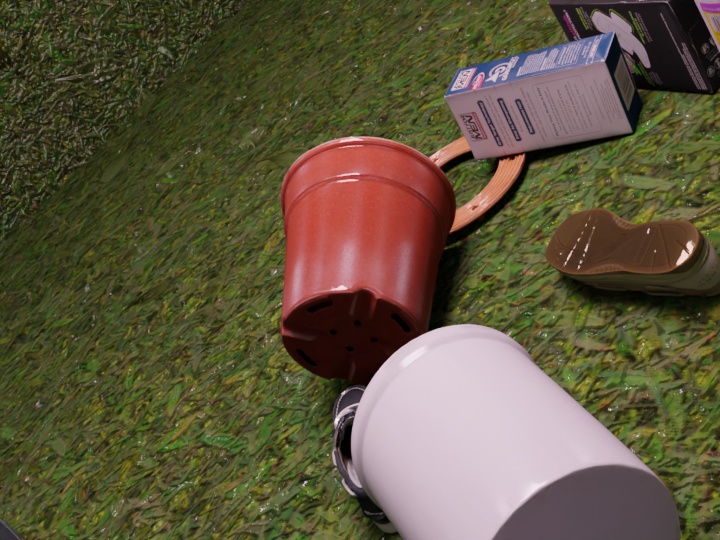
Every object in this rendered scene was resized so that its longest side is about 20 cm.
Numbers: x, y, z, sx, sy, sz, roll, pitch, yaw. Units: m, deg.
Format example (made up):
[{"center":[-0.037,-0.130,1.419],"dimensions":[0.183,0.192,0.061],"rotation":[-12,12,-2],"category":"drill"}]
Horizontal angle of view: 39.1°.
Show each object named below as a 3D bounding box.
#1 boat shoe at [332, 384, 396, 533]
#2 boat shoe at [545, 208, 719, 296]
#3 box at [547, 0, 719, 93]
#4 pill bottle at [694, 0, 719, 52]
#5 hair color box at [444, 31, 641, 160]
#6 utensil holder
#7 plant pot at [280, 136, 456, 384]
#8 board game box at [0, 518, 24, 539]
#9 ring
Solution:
[{"center":[0.007,0.158,0.952],"dimensions":[0.075,0.060,0.200],"rotation":[-39,28,2],"category":"boat shoe"},{"center":[0.246,-0.011,0.923],"dimensions":[0.074,0.063,0.200],"rotation":[-61,25,-13],"category":"boat shoe"},{"center":[0.343,-0.299,1.141],"dimensions":[0.149,0.125,0.200],"rotation":[-45,29,-12],"category":"box"},{"center":[0.367,-0.195,0.873],"dimensions":[0.104,0.200,0.105],"rotation":[-29,29,18],"category":"pill bottle"},{"center":[0.207,-0.195,1.156],"dimensions":[0.198,0.100,0.061],"rotation":[-7,40,35],"category":"hair color box"},{"center":[0.103,0.156,0.724],"dimensions":[0.170,0.170,0.200],"rotation":[-41,29,-2],"category":"utensil holder"},{"center":[0.000,0.000,1.073],"dimensions":[0.199,0.201,0.197],"rotation":[-23,40,29],"category":"plant pot"},{"center":[-0.478,0.378,1.262],"dimensions":[0.136,0.028,0.199],"rotation":[-51,29,-21],"category":"board game box"},{"center":[0.118,-0.102,1.243],"dimensions":[0.199,0.019,0.201],"rotation":[-29,29,18],"category":"ring"}]
